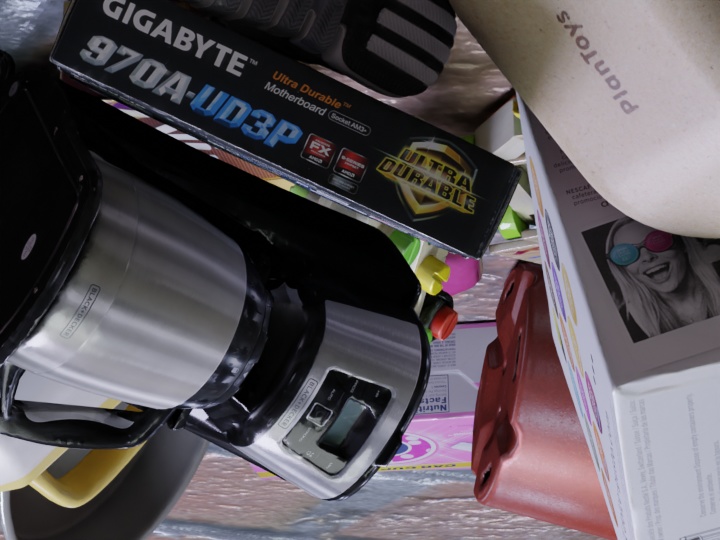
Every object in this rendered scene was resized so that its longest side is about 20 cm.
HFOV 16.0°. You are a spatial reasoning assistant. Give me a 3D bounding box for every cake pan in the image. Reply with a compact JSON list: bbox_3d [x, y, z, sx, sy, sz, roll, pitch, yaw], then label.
[{"bbox_3d":[-0.148,0.080,1.462,0.037,0.201,0.200,24,173,29],"label":"cake pan"}]

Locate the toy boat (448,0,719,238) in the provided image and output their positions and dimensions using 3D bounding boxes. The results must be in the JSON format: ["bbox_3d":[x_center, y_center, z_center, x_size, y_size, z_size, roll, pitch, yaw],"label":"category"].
[{"bbox_3d":[0.138,-0.115,1.093,0.200,0.131,0.130,51,143,-9],"label":"toy boat"}]

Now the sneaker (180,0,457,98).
[{"bbox_3d":[-0.062,-0.136,1.101,0.200,0.075,0.115,34,169,-30],"label":"sneaker"}]

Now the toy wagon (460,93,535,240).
[{"bbox_3d":[0.128,-0.065,1.339,0.154,0.040,0.200,-9,158,20],"label":"toy wagon"}]

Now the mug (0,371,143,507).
[{"bbox_3d":[-0.163,0.042,1.289,0.187,0.153,0.149,46,162,-19],"label":"mug"}]

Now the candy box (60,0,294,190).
[{"bbox_3d":[-0.085,-0.070,1.294,0.116,0.057,0.200,0,161,-1],"label":"candy box"}]

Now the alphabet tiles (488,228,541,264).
[{"bbox_3d":[0.180,-0.022,1.415,0.199,0.006,0.166,-9,172,24],"label":"alphabet tiles"}]

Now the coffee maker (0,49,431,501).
[{"bbox_3d":[-0.081,-0.005,1.155,0.199,0.193,0.135,26,131,-32],"label":"coffee maker"}]

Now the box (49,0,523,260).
[{"bbox_3d":[-0.034,-0.066,1.115,0.199,0.046,0.159,25,180,-3],"label":"box"}]

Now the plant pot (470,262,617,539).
[{"bbox_3d":[0.176,0.084,1.549,0.194,0.202,0.201,11,159,-6],"label":"plant pot"}]

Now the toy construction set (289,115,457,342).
[{"bbox_3d":[0.000,0.000,1.308,0.131,0.092,0.200,-31,159,-51],"label":"toy construction set"}]

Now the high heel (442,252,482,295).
[{"bbox_3d":[0.012,0.000,1.439,0.096,0.068,0.200,-21,165,-10],"label":"high heel"}]

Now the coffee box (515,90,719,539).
[{"bbox_3d":[0.198,0.017,1.219,0.199,0.199,0.200,-14,140,-1],"label":"coffee box"}]

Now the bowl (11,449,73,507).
[{"bbox_3d":[-0.225,0.031,1.436,0.094,0.202,0.201,22,172,30],"label":"bowl"}]

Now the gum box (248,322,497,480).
[{"bbox_3d":[0.018,0.089,1.709,0.199,0.067,0.114,-4,159,9],"label":"gum box"}]
